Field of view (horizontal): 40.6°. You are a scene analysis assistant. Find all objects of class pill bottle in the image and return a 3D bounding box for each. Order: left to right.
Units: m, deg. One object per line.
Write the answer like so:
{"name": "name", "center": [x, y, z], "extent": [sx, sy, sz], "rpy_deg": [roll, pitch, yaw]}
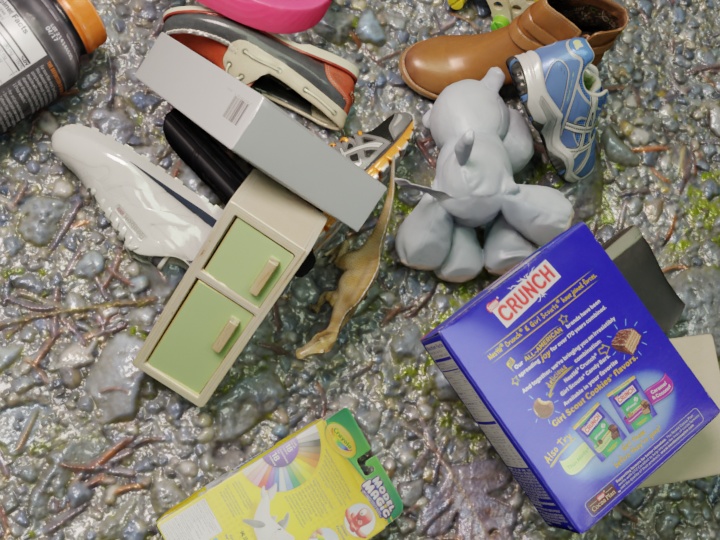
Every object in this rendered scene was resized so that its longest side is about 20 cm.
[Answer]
{"name": "pill bottle", "center": [-0.323, -0.180, 0.858], "extent": [0.200, 0.106, 0.106], "rpy_deg": [-39, 90, -18]}

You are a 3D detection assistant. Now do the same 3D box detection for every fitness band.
{"name": "fitness band", "center": [-0.119, -0.296, 0.930], "extent": [0.199, 0.038, 0.144], "rpy_deg": [26, 42, -2]}

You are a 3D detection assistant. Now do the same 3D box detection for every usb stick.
{"name": "usb stick", "center": [-0.112, -0.073, 0.885], "extent": [0.033, 0.056, 0.200], "rpy_deg": [-37, 69, -16]}

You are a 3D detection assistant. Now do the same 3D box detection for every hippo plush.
{"name": "hippo plush", "center": [0.096, -0.097, 0.941], "extent": [0.199, 0.159, 0.162], "rpy_deg": [31, 40, -37]}

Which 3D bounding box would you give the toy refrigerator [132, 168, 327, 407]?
{"name": "toy refrigerator", "center": [-0.114, 0.020, 0.824], "extent": [0.076, 0.200, 0.070], "rpy_deg": [34, 32, -6]}

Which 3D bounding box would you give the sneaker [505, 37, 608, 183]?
{"name": "sneaker", "center": [0.206, -0.151, 0.945], "extent": [0.077, 0.200, 0.076], "rpy_deg": [-25, 61, 14]}

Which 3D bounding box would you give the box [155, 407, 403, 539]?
{"name": "box", "center": [-0.069, 0.220, 0.874], "extent": [0.199, 0.048, 0.118], "rpy_deg": [-29, 87, -15]}

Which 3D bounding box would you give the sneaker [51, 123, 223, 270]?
{"name": "sneaker", "center": [-0.202, -0.057, 0.885], "extent": [0.199, 0.076, 0.081], "rpy_deg": [34, 83, -4]}

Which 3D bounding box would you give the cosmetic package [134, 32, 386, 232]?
{"name": "cosmetic package", "center": [-0.088, -0.120, 0.831], "extent": [0.150, 0.200, 0.052], "rpy_deg": [29, 96, -42]}

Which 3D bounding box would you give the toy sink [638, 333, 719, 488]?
{"name": "toy sink", "center": [0.234, 0.142, 0.930], "extent": [0.198, 0.112, 0.131], "rpy_deg": [-6, 80, -15]}

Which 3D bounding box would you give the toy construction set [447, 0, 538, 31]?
{"name": "toy construction set", "center": [0.173, -0.304, 0.970], "extent": [0.131, 0.200, 0.092], "rpy_deg": [39, 72, -20]}

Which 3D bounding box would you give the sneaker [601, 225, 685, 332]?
{"name": "sneaker", "center": [0.237, 0.050, 0.967], "extent": [0.200, 0.075, 0.106], "rpy_deg": [-37, 87, -19]}

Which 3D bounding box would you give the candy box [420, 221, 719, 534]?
{"name": "candy box", "center": [0.175, 0.089, 0.828], "extent": [0.169, 0.077, 0.201], "rpy_deg": [-34, 89, -16]}

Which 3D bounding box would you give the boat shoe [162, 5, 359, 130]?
{"name": "boat shoe", "center": [-0.098, -0.195, 0.938], "extent": [0.199, 0.071, 0.063], "rpy_deg": [18, 78, -14]}

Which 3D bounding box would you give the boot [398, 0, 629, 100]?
{"name": "boot", "center": [0.149, -0.220, 0.956], "extent": [0.198, 0.155, 0.077], "rpy_deg": [5, 78, -13]}

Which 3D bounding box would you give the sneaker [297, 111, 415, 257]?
{"name": "sneaker", "center": [-0.023, -0.091, 0.933], "extent": [0.077, 0.078, 0.200], "rpy_deg": [42, 70, 8]}

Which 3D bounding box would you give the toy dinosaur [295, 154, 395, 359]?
{"name": "toy dinosaur", "center": [0.000, 0.000, 0.902], "extent": [0.058, 0.101, 0.201], "rpy_deg": [27, 80, -13]}
